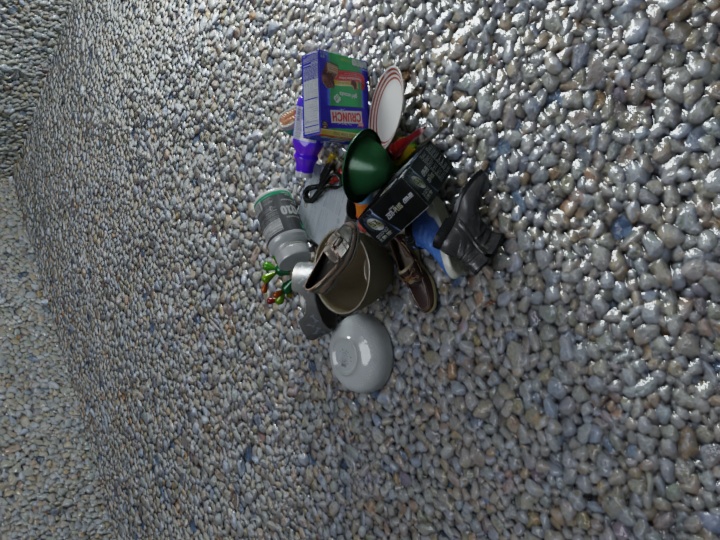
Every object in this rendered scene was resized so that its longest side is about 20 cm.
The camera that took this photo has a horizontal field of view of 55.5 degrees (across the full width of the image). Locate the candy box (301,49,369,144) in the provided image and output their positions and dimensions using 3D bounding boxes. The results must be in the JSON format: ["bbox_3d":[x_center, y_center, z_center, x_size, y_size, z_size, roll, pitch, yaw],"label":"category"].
[{"bbox_3d":[-0.061,-0.425,1.699,0.076,0.166,0.206,0,92,47],"label":"candy box"}]

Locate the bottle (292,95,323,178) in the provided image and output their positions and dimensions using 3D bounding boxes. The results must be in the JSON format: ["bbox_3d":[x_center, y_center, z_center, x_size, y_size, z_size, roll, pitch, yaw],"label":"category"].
[{"bbox_3d":[-0.134,-0.344,1.772,0.082,0.065,0.205,15,109,21],"label":"bottle"}]

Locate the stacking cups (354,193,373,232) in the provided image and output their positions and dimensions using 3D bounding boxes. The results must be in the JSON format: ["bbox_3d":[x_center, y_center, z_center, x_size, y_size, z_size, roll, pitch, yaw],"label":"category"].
[{"bbox_3d":[0.011,-0.189,1.668,0.060,0.060,0.204,29,140,41],"label":"stacking cups"}]

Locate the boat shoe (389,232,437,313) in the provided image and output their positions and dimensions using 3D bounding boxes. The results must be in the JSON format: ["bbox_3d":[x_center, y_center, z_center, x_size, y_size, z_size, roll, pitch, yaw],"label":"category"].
[{"bbox_3d":[0.116,0.006,1.599,0.072,0.071,0.205,-30,70,42],"label":"boat shoe"}]

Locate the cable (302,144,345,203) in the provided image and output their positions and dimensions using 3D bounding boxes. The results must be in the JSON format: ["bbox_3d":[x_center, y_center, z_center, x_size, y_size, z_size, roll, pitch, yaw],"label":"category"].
[{"bbox_3d":[-0.085,-0.227,1.779,0.099,0.049,0.201,62,142,19],"label":"cable"}]

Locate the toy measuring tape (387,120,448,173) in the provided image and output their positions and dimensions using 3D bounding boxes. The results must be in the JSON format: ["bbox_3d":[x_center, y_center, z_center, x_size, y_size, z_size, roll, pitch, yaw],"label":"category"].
[{"bbox_3d":[0.120,-0.301,1.589,0.199,0.072,0.075,-40,64,39],"label":"toy measuring tape"}]

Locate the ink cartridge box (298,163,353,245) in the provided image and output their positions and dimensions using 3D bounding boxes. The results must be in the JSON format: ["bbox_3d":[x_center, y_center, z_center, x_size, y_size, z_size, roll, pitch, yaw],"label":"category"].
[{"bbox_3d":[-0.087,-0.168,1.826,0.199,0.043,0.201,34,115,43],"label":"ink cartridge box"}]

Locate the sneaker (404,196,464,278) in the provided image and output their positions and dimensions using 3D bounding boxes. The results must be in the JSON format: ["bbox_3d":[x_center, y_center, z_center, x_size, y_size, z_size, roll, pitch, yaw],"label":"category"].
[{"bbox_3d":[0.159,-0.057,1.546,0.110,0.076,0.204,-33,64,35],"label":"sneaker"}]

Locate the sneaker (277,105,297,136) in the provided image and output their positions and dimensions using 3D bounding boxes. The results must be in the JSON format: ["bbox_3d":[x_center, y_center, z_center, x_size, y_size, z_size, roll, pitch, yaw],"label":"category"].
[{"bbox_3d":[-0.123,-0.413,1.843,0.196,0.080,0.073,-11,68,26],"label":"sneaker"}]

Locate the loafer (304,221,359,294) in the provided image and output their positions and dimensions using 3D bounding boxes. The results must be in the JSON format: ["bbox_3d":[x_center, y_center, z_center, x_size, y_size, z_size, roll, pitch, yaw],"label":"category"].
[{"bbox_3d":[-0.068,-0.024,1.592,0.072,0.062,0.202,48,124,32],"label":"loafer"}]

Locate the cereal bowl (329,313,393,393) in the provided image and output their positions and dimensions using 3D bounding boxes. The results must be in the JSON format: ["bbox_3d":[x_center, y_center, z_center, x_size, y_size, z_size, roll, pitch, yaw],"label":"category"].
[{"bbox_3d":[-0.013,0.212,1.733,0.197,0.082,0.206,1,92,45],"label":"cereal bowl"}]

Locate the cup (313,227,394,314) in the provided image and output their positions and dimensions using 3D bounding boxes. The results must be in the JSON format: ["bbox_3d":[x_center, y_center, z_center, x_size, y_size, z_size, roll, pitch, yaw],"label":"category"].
[{"bbox_3d":[0.000,0.000,1.669,0.197,0.141,0.206,2,92,45],"label":"cup"}]

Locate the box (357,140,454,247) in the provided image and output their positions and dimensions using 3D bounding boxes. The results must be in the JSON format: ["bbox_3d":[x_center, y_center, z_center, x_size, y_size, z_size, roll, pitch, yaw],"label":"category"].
[{"bbox_3d":[0.101,-0.171,1.512,0.086,0.201,0.163,44,130,-8],"label":"box"}]

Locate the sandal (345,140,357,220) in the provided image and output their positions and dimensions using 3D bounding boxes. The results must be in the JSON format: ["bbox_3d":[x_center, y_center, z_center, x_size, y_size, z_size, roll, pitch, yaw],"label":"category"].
[{"bbox_3d":[0.002,-0.224,1.700,0.043,0.074,0.205,-131,37,-63],"label":"sandal"}]

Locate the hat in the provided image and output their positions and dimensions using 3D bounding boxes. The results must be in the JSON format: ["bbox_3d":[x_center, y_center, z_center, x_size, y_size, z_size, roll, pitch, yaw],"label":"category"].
[{"bbox_3d":[0.068,-0.217,1.512,0.173,0.200,0.169,19,81,27],"label":"hat"}]

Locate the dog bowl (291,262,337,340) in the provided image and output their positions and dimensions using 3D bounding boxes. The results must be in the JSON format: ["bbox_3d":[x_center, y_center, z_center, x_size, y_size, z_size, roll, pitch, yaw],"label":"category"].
[{"bbox_3d":[-0.114,0.074,1.764,0.057,0.200,0.206,-11,83,14],"label":"dog bowl"}]

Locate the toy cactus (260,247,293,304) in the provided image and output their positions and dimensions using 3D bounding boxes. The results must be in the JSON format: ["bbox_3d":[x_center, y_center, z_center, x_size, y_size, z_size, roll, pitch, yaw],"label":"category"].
[{"bbox_3d":[-0.202,0.006,1.933,0.161,0.102,0.206,11,97,26],"label":"toy cactus"}]

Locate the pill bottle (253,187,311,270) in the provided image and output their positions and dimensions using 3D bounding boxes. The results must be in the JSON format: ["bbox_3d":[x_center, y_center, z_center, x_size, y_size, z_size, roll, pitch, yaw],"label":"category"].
[{"bbox_3d":[-0.209,-0.110,1.851,0.113,0.111,0.204,-41,62,38],"label":"pill bottle"}]

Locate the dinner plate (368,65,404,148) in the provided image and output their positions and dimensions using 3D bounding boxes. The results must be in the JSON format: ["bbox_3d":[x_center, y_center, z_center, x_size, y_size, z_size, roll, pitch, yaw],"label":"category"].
[{"bbox_3d":[0.066,-0.383,1.636,0.199,0.024,0.206,-171,90,-68],"label":"dinner plate"}]

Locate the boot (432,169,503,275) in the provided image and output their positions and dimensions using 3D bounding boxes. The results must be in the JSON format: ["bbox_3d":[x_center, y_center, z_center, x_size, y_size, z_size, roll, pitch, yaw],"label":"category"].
[{"bbox_3d":[0.252,-0.101,1.459,0.130,0.070,0.203,30,88,12],"label":"boot"}]
